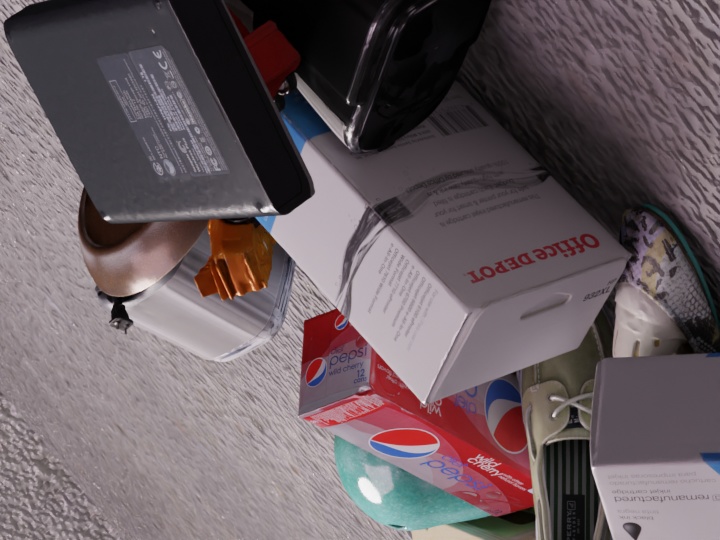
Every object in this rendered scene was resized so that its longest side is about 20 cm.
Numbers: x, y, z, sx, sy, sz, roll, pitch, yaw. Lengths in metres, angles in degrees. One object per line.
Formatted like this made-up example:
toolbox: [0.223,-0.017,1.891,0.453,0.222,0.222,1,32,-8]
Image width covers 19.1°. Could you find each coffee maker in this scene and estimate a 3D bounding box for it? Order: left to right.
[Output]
coffee maker: [-0.030,-0.192,1.230,0.200,0.135,0.193,39,159,22]

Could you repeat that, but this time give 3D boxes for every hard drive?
hard drive: [-0.119,-0.093,1.210,0.199,0.033,0.140,0,121,55]

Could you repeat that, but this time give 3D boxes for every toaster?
toaster: [-0.126,-0.016,1.702,0.129,0.201,0.113,31,138,-31]

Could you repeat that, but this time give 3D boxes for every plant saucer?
plant saucer: [-0.159,-0.077,1.646,0.032,0.202,0.200,29,173,-33]

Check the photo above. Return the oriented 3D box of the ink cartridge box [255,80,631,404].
ink cartridge box: [0.041,-0.030,1.300,0.200,0.144,0.084,47,132,26]

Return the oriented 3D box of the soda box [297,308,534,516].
soda box: [0.049,0.089,1.367,0.063,0.071,0.199,-20,144,37]

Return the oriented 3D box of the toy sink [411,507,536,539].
toy sink: [0.157,0.215,1.634,0.130,0.198,0.113,13,113,60]

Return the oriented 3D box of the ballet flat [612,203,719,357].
ballet flat: [0.194,0.052,1.328,0.072,0.072,0.201,23,150,50]

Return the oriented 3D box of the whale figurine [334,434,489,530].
whale figurine: [0.075,0.147,1.564,0.198,0.105,0.159,14,165,13]

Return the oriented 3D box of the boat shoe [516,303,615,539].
boat shoe: [0.137,0.101,1.344,0.062,0.071,0.202,77,-171,-80]

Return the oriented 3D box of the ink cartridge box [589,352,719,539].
ink cartridge box: [0.229,0.140,1.306,0.145,0.086,0.201,-3,138,17]

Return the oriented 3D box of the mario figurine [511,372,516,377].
mario figurine: [0.093,0.029,1.438,0.201,0.105,0.124,62,178,-25]

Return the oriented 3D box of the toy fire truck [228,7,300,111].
toy fire truck: [-0.103,-0.137,1.224,0.141,0.049,0.200,50,151,7]

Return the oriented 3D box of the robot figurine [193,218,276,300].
robot figurine: [-0.094,-0.076,1.421,0.201,0.058,0.146,-94,-14,-58]
